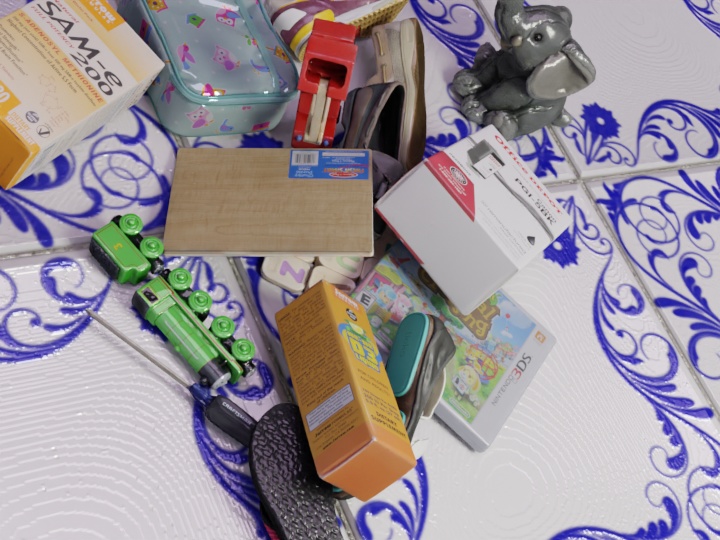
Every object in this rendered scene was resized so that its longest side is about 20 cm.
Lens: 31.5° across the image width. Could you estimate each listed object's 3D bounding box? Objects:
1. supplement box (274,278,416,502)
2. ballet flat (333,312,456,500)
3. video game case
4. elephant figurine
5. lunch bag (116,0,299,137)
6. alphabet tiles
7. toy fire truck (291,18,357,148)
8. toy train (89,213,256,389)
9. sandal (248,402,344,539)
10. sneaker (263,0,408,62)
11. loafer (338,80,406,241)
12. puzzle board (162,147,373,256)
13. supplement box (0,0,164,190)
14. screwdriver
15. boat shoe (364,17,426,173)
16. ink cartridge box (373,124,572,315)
[{"bbox_3d":[-0.016,0.103,1.140,0.066,0.069,0.200,35,23,-40],"label":"supplement box"},{"bbox_3d":[0.039,0.134,1.182,0.068,0.068,0.200,43,65,-34],"label":"ballet flat"},{"bbox_3d":[0.091,0.059,1.296,0.200,0.022,0.182,42,46,-1],"label":"video game case"},{"bbox_3d":[0.206,-0.250,1.481,0.142,0.200,0.155,45,48,9],"label":"elephant figurine"},{"bbox_3d":[-0.159,-0.239,1.355,0.160,0.077,0.200,-8,61,-33],"label":"lunch bag"},{"bbox_3d":[0.000,0.000,1.308,0.195,0.015,0.200,26,48,-10],"label":"alphabet tiles"},{"bbox_3d":[-0.039,-0.177,1.290,0.049,0.200,0.141,12,47,-3],"label":"toy fire truck"},{"bbox_3d":[-0.175,0.030,1.175,0.056,0.042,0.200,-36,78,-32],"label":"toy train"},{"bbox_3d":[-0.054,0.214,1.105,0.075,0.045,0.201,-8,71,-28],"label":"sandal"},{"bbox_3d":[-0.022,-0.316,1.490,0.200,0.075,0.090,-32,80,-42],"label":"sneaker"},{"bbox_3d":[0.016,-0.120,1.336,0.072,0.063,0.201,40,40,-43],"label":"loafer"},{"bbox_3d":[-0.087,-0.066,1.253,0.199,0.017,0.151,1,45,0],"label":"puzzle board"},{"bbox_3d":[-0.302,-0.184,1.223,0.126,0.074,0.200,47,46,-4],"label":"supplement box"},{"bbox_3d":[-0.162,0.091,1.138,0.200,0.028,0.029,42,76,0],"label":"screwdriver"},{"bbox_3d":[0.038,-0.196,1.447,0.065,0.072,0.201,-4,64,11],"label":"boat shoe"},{"bbox_3d":[0.122,-0.059,1.324,0.147,0.083,0.200,50,30,3],"label":"ink cartridge box"}]
